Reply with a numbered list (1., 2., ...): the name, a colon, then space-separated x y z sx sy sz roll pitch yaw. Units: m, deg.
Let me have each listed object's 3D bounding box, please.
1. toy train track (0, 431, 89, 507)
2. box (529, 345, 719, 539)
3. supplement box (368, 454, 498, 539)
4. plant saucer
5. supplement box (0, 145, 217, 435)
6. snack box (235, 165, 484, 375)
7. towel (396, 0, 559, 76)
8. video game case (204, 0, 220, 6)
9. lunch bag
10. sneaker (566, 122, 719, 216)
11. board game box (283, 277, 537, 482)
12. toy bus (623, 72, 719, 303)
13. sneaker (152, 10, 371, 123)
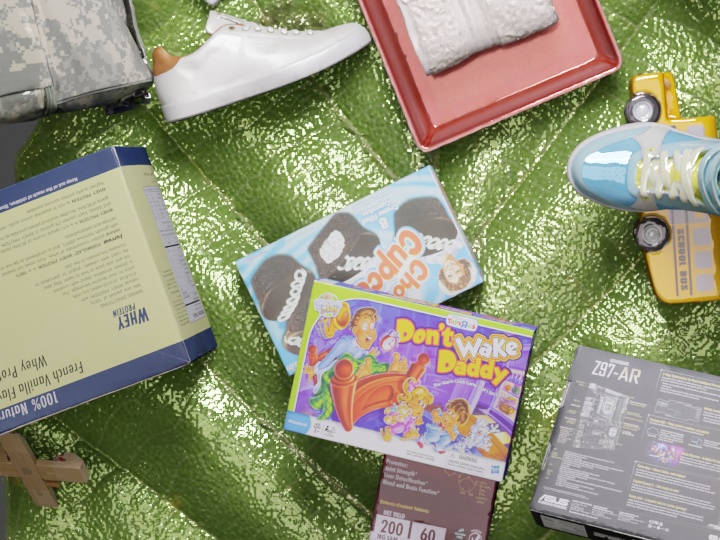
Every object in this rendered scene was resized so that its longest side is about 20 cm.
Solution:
1. toy train track: -0.343 0.171 1.777 0.198 0.115 0.033 3 49 17
2. box: 0.263 0.164 1.656 0.198 0.044 0.161 11 67 19
3. supplement box: 0.078 0.153 1.723 0.108 0.061 0.202 10 94 6
4. plant saucer: 0.108 -0.235 1.707 0.198 0.037 0.202 -23 90 8
5. supplement box: -0.261 0.016 1.716 0.198 0.134 0.201 -21 91 7
6. snack box: 0.000 0.000 1.734 0.199 0.037 0.117 -26 91 7
7. towel: 0.083 -0.287 1.672 0.131 0.034 0.202 -20 91 8
8. video game case: -0.136 -0.375 1.734 0.182 0.023 0.200 42 96 3
9. lunch bag: -0.282 -0.230 1.702 0.166 0.139 0.202 -15 93 -14
10. sneaker: 0.272 -0.082 1.585 0.198 0.131 0.080 2 95 4
11. board game box: 0.044 0.094 1.672 0.198 0.045 0.136 12 94 9
12. toy bus: 0.277 -0.073 1.683 0.077 0.065 0.202 -4 93 6
13. sneaker: -0.091 -0.200 1.702 0.198 0.073 0.085 -18 96 -5
